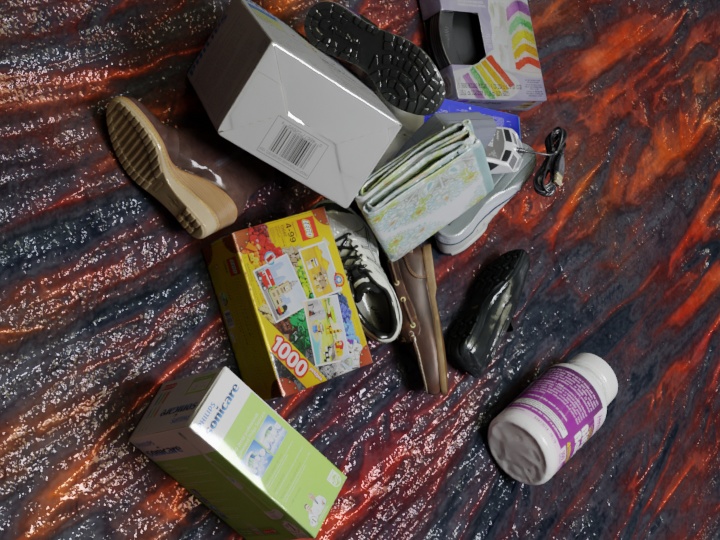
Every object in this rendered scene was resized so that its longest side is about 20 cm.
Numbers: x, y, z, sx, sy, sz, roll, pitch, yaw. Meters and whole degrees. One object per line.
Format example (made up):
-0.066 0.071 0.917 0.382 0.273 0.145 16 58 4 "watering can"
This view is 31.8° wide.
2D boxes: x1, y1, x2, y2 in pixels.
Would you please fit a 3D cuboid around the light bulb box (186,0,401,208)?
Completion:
-0.083 -0.205 1.513 0.197 0.200 0.126 29 104 -29 "light bulb box"

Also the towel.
0.082 -0.099 1.578 0.170 0.200 0.048 -33 68 1 "towel"

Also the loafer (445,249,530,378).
0.186 0.058 1.763 0.071 0.068 0.202 48 59 -28 "loafer"

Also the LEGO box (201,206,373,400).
-0.088 0.042 1.541 0.148 0.077 0.203 -18 90 -39 "LEGO box"

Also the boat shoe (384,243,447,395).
0.074 0.067 1.676 0.069 0.070 0.203 -8 78 0 "boat shoe"

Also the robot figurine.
0.029 -0.200 1.670 0.170 0.111 0.203 49 45 -60 "robot figurine"

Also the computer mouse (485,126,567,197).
0.186 -0.165 1.743 0.197 0.044 0.111 12 63 -4 "computer mouse"

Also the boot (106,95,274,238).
-0.202 -0.149 1.521 0.201 0.072 0.167 54 41 -13 "boot"

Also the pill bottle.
0.274 0.200 1.764 0.199 0.112 0.113 -36 101 -37 "pill bottle"

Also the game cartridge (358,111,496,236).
0.081 -0.121 1.637 0.132 0.201 0.041 -6 52 -44 "game cartridge"

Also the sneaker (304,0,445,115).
0.025 -0.272 1.572 0.199 0.076 0.088 36 17 -5 "sneaker"

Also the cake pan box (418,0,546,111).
0.177 -0.332 1.861 0.198 0.052 0.187 -3 79 -39 "cake pan box"

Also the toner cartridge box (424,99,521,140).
0.145 -0.186 1.803 0.198 0.043 0.097 7 76 -37 "toner cartridge box"

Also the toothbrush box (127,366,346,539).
-0.138 0.210 1.416 0.200 0.145 0.087 43 57 -21 "toothbrush box"

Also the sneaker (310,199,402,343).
0.000 0.000 1.600 0.075 0.088 0.202 -31 97 1 "sneaker"

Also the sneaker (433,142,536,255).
0.169 -0.101 1.771 0.200 0.071 0.073 -41 70 -19 "sneaker"
